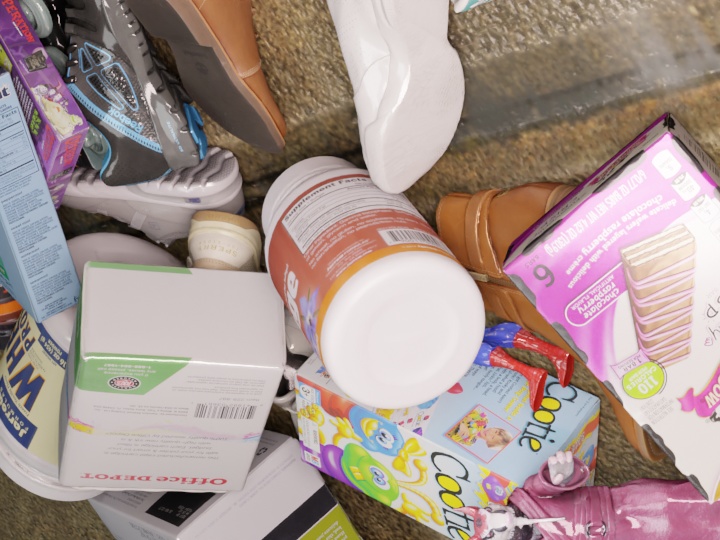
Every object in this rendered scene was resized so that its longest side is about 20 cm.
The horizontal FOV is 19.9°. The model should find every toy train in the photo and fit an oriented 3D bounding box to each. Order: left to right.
[{"bbox_3d":[-0.217,-0.162,1.522,0.114,0.085,0.200,10,133,51],"label":"toy train"}]

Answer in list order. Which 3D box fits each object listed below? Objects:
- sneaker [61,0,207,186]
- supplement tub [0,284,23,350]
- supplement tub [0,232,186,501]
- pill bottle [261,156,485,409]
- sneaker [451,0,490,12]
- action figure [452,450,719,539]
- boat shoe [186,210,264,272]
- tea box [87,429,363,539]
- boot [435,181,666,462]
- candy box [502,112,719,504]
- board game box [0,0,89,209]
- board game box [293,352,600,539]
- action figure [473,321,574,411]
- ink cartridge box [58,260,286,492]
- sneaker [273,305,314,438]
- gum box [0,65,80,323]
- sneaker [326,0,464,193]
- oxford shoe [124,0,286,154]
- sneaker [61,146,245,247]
[{"bbox_3d":[-0.181,-0.151,1.429,0.082,0.073,0.201,-22,105,8],"label":"sneaker"},{"bbox_3d":[-0.311,-0.028,1.724,0.107,0.107,0.200,16,136,33],"label":"supplement tub"},{"bbox_3d":[-0.221,0.082,1.685,0.145,0.145,0.200,38,131,8],"label":"supplement tub"},{"bbox_3d":[0.000,0.000,1.383,0.200,0.112,0.112,54,168,58],"label":"pill bottle"},{"bbox_3d":[0.016,-0.229,1.208,0.200,0.093,0.070,40,144,5],"label":"sneaker"},{"bbox_3d":[0.161,0.166,1.390,0.199,0.149,0.134,5,106,-1],"label":"action figure"},{"bbox_3d":[-0.101,0.027,1.570,0.072,0.065,0.200,7,154,6],"label":"boat shoe"},{"bbox_3d":[-0.097,0.240,1.729,0.200,0.134,0.197,10,134,61],"label":"tea box"},{"bbox_3d":[0.133,0.033,1.374,0.155,0.077,0.200,3,126,40],"label":"boot"},{"bbox_3d":[0.202,0.024,1.258,0.136,0.061,0.200,-41,97,17],"label":"candy box"},{"bbox_3d":[-0.248,-0.118,1.492,0.120,0.032,0.200,64,160,7],"label":"board game box"},{"bbox_3d":[0.063,0.118,1.510,0.200,0.105,0.103,25,141,25],"label":"board game box"},{"bbox_3d":[0.054,0.043,1.473,0.200,0.065,0.052,26,131,27],"label":"action figure"},{"bbox_3d":[-0.142,0.083,1.505,0.145,0.088,0.200,3,146,-11],"label":"ink cartridge box"},{"bbox_3d":[-0.047,0.086,1.595,0.076,0.092,0.200,24,141,24],"label":"sneaker"},{"bbox_3d":[-0.284,-0.083,1.524,0.170,0.044,0.201,39,149,48],"label":"gum box"},{"bbox_3d":[0.014,-0.147,1.331,0.088,0.075,0.201,33,139,36],"label":"sneaker"},{"bbox_3d":[-0.090,-0.156,1.420,0.071,0.071,0.200,18,153,33],"label":"oxford shoe"},{"bbox_3d":[-0.172,-0.051,1.590,0.199,0.075,0.082,10,131,37],"label":"sneaker"}]
